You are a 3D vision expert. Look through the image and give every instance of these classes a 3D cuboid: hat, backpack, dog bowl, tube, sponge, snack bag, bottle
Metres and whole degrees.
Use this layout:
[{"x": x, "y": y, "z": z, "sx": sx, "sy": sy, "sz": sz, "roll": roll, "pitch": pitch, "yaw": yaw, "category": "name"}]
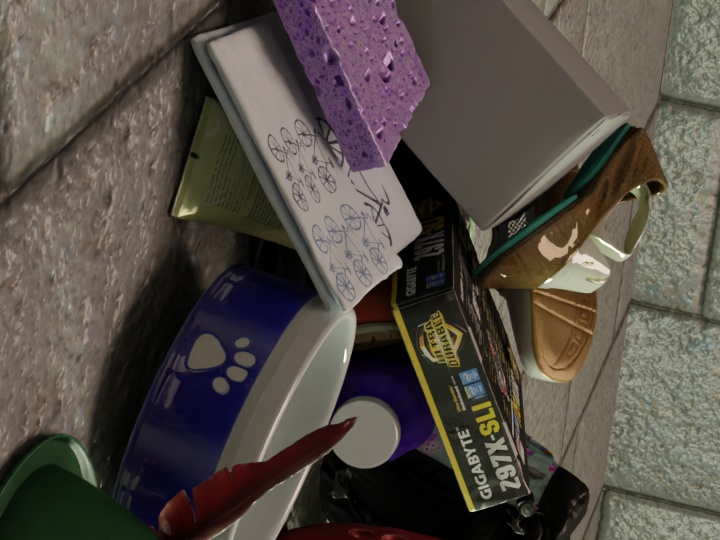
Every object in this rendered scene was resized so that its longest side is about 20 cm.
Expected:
[{"x": -0.105, "y": 0.182, "z": 1.107, "sx": 0.200, "sy": 0.176, "sz": 0.166, "roll": 86, "pitch": 22, "yaw": -49, "category": "hat"}, {"x": 0.067, "y": 0.173, "z": 1.594, "sx": 0.127, "sy": 0.200, "sz": 0.167, "roll": -40, "pitch": 157, "yaw": -50, "category": "backpack"}, {"x": -0.078, "y": 0.100, "z": 1.279, "sx": 0.200, "sy": 0.079, "sz": 0.200, "roll": 23, "pitch": 90, "yaw": -81, "category": "dog bowl"}, {"x": -0.049, "y": -0.047, "z": 1.332, "sx": 0.200, "sy": 0.052, "sz": 0.058, "roll": 22, "pitch": 40, "yaw": -52, "category": "tube"}, {"x": -0.017, "y": -0.175, "z": 1.298, "sx": 0.200, "sy": 0.030, "sz": 0.112, "roll": 66, "pitch": 30, "yaw": -25, "category": "sponge"}, {"x": -0.024, "y": -0.079, "z": 1.309, "sx": 0.189, "sy": 0.021, "sz": 0.200, "roll": 62, "pitch": 22, "yaw": -4, "category": "snack bag"}, {"x": 0.016, "y": 0.092, "z": 1.458, "sx": 0.200, "sy": 0.083, "sz": 0.065, "roll": -54, "pitch": 157, "yaw": -77, "category": "bottle"}]

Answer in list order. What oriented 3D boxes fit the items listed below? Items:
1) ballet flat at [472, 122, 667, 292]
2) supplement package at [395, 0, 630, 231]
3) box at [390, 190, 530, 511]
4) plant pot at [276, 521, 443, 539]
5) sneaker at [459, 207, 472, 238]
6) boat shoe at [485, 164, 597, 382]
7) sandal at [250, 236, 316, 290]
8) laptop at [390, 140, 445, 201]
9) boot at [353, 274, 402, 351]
[{"x": 0.161, "y": -0.029, "z": 1.472, "sx": 0.200, "sy": 0.072, "sz": 0.068, "roll": -43, "pitch": -177, "yaw": -39, "category": "ballet flat"}, {"x": 0.075, "y": -0.142, "z": 1.441, "sx": 0.120, "sy": 0.200, "sz": 0.121, "roll": -43, "pitch": 173, "yaw": 15, "category": "supplement package"}, {"x": 0.070, "y": 0.050, "z": 1.435, "sx": 0.200, "sy": 0.049, "sz": 0.160, "roll": -85, "pitch": 157, "yaw": -68, "category": "box"}, {"x": -0.025, "y": 0.277, "z": 1.488, "sx": 0.200, "sy": 0.182, "sz": 0.201, "roll": 13, "pitch": 90, "yaw": -74, "category": "plant pot"}, {"x": 0.054, "y": -0.074, "z": 1.773, "sx": 0.084, "sy": 0.077, "sz": 0.201, "roll": -26, "pitch": 125, "yaw": -51, "category": "sneaker"}, {"x": 0.127, "y": -0.005, "z": 1.529, "sx": 0.071, "sy": 0.069, "sz": 0.200, "roll": 23, "pitch": 57, "yaw": -38, "category": "boat shoe"}, {"x": -0.052, "y": -0.039, "z": 1.430, "sx": 0.076, "sy": 0.043, "sz": 0.201, "roll": -70, "pitch": 162, "yaw": -63, "category": "sandal"}, {"x": 0.074, "y": -0.059, "z": 1.618, "sx": 0.177, "sy": 0.103, "sz": 0.200, "roll": -110, "pitch": -176, "yaw": -63, "category": "laptop"}, {"x": 0.000, "y": 0.000, "z": 1.478, "sx": 0.200, "sy": 0.075, "sz": 0.108, "roll": -72, "pitch": 153, "yaw": -78, "category": "boot"}]
